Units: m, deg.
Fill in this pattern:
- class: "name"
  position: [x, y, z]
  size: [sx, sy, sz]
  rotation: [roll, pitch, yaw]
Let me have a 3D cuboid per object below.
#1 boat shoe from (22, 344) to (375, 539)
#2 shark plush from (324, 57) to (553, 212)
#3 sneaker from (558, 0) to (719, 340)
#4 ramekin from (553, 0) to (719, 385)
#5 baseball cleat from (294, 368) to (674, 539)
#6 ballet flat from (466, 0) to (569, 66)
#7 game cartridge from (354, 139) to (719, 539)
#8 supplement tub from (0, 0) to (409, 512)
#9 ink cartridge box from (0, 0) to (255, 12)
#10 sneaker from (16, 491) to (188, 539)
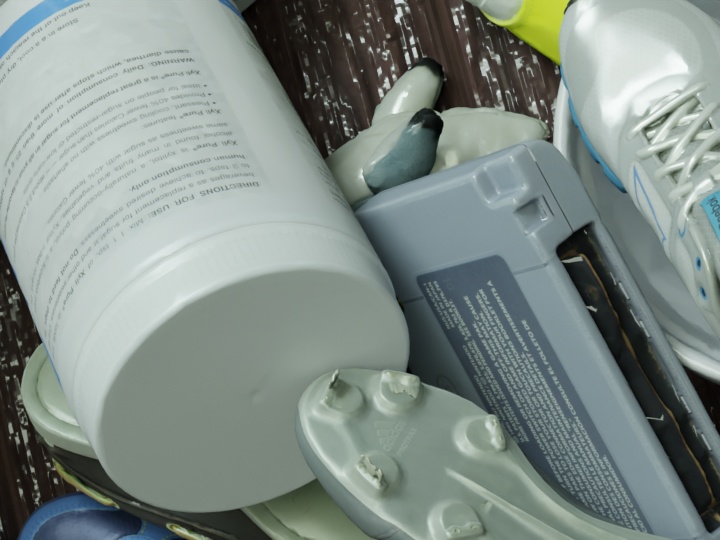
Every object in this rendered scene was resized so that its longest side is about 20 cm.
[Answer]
- class: "boat shoe"
  position: [-0.044, 0.083, 1.015]
  size: [0.200, 0.061, 0.072]
  rotation: [21, 62, 12]
- class: "shark plush"
  position: [0.000, 0.000, 1.033]
  size: [0.200, 0.091, 0.083]
  rotation: [-43, 104, 3]
- class: "sneaker"
  position: [0.133, -0.027, 0.875]
  size: [0.075, 0.087, 0.201]
  rotation: [-36, 74, 11]
- class: "ramekin"
  position: [0.182, -0.046, 0.962]
  size: [0.198, 0.105, 0.202]
  rotation: [-2, 83, 17]
- class: "baseball cleat"
  position: [0.057, 0.114, 0.902]
  size: [0.199, 0.107, 0.070]
  rotation: [31, 54, 9]
- class: "ballet flat"
  position: [0.043, -0.161, 1.032]
  size: [0.067, 0.067, 0.201]
  rotation: [-16, 71, -26]
- class: "game cartridge"
  position: [0.076, 0.049, 0.956]
  size: [0.041, 0.133, 0.201]
  rotation: [-33, 99, -25]
- class: "supplement tub"
  position: [-0.075, -0.019, 0.961]
  size: [0.132, 0.132, 0.201]
  rotation: [-37, 47, 9]
- class: "ink cartridge box"
  position: [-0.144, -0.140, 1.079]
  size: [0.200, 0.084, 0.146]
  rotation: [-38, 74, 10]
- class: "sneaker"
  position: [-0.069, 0.156, 1.024]
  size: [0.199, 0.082, 0.074]
  rotation: [32, 94, 20]
